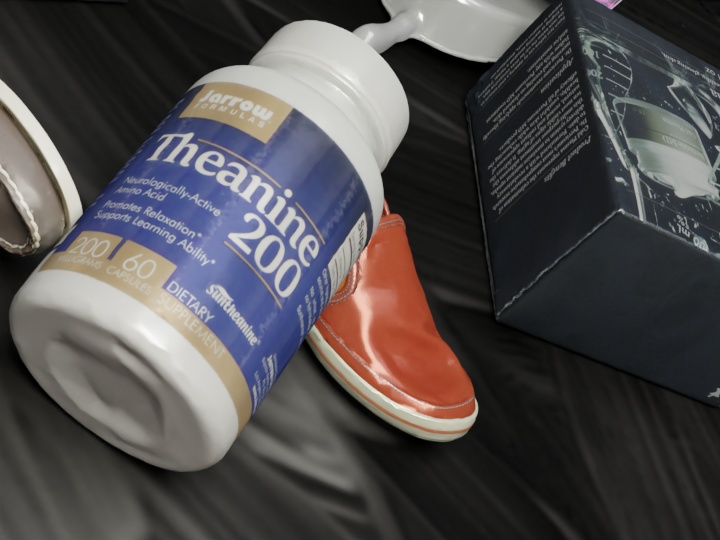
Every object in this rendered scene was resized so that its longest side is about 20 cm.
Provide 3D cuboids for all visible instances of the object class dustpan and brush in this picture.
[{"bbox_3d":[0.049,-0.184,0.934,0.139,0.058,0.199,42,31,15],"label":"dustpan and brush"}]

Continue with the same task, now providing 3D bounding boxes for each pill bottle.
[{"bbox_3d":[-0.057,-0.020,0.600,0.111,0.111,0.201,38,57,-7],"label":"pill bottle"}]

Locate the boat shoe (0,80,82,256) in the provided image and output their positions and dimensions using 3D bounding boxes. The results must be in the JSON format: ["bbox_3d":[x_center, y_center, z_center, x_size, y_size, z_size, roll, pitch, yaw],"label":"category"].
[{"bbox_3d":[-0.208,-0.075,0.590,0.200,0.072,0.059,45,45,6],"label":"boat shoe"}]

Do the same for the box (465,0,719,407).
[{"bbox_3d":[0.186,-0.045,0.872,0.198,0.124,0.199,21,47,-27],"label":"box"}]

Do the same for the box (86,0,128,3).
[{"bbox_3d":[-0.215,-0.258,0.706,0.199,0.117,0.198,-8,62,-46],"label":"box"}]

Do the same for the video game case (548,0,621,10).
[{"bbox_3d":[0.106,-0.267,0.959,0.200,0.036,0.181,48,4,-9],"label":"video game case"}]

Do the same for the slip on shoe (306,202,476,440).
[{"bbox_3d":[0.000,0.000,0.702,0.074,0.061,0.201,-16,69,-49],"label":"slip on shoe"}]
